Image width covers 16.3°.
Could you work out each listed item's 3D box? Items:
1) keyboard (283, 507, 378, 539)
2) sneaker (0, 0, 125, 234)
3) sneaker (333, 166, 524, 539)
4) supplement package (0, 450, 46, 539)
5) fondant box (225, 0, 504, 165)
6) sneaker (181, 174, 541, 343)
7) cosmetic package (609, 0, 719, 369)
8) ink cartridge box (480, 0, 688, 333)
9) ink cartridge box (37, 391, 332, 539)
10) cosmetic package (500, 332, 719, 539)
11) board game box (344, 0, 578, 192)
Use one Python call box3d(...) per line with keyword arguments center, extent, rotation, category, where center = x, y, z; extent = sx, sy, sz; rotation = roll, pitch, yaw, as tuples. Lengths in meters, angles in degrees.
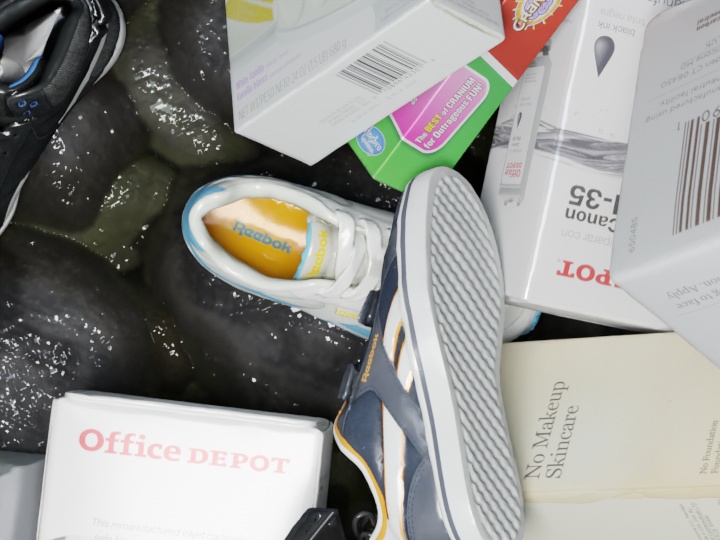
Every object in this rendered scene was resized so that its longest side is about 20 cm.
box3d(center=(-0.006, 0.200, 1.271), extent=(0.021, 0.127, 0.200), rotation=(12, 131, 31), category="keyboard")
box3d(center=(-0.208, -0.077, 1.347), extent=(0.073, 0.112, 0.200), rotation=(35, 92, 5), category="sneaker")
box3d(center=(0.026, 0.049, 1.242), extent=(0.079, 0.078, 0.200), rotation=(-17, 67, 33), category="sneaker")
box3d(center=(-0.281, 0.165, 1.312), extent=(0.200, 0.191, 0.147), rotation=(5, 91, 5), category="supplement package")
box3d(center=(-0.005, -0.175, 1.283), extent=(0.144, 0.058, 0.200), rotation=(-31, 50, 37), category="fondant box")
box3d(center=(0.000, 0.000, 1.346), extent=(0.200, 0.081, 0.077), rotation=(13, 89, 3), category="sneaker")
box3d(center=(0.249, -0.033, 1.186), extent=(0.165, 0.200, 0.165), rotation=(-22, 43, 39), category="cosmetic package")
box3d(center=(0.152, -0.068, 1.310), extent=(0.146, 0.083, 0.200), rotation=(12, 90, -21), category="ink cartridge box")
box3d(center=(-0.096, 0.170, 1.344), extent=(0.146, 0.083, 0.200), rotation=(7, 91, 4), category="ink cartridge box")
box3d(center=(0.122, 0.093, 1.282), extent=(0.200, 0.073, 0.104), rotation=(-5, 48, 28), category="cosmetic package")
box3d(center=(0.048, -0.159, 1.293), extent=(0.040, 0.153, 0.200), rotation=(22, 113, -39), category="board game box")
